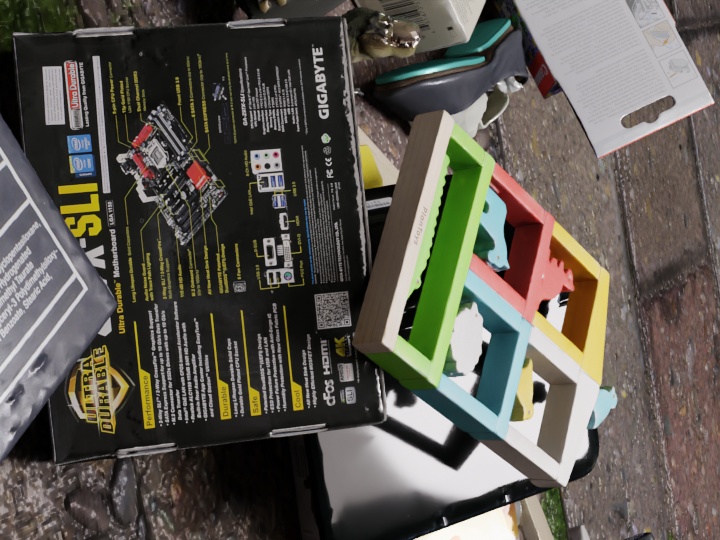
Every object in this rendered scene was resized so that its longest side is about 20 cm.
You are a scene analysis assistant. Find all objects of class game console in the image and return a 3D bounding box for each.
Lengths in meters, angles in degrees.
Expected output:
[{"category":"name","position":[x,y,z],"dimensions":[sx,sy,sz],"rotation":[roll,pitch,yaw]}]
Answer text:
[{"category":"game console","position":[0.025,0.045,0.806],"dimensions":[0.199,0.176,0.117],"rotation":[-12,130,-34]}]

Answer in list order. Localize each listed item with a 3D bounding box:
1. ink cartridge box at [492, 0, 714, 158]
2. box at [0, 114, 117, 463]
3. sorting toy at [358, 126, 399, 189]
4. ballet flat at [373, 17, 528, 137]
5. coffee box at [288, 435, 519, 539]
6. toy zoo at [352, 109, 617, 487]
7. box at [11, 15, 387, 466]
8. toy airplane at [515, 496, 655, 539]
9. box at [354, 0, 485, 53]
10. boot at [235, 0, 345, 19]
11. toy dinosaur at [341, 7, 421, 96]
[{"category":"ink cartridge box","position":[0.177,-0.189,1.084],"dimensions":[0.201,0.109,0.050],"rotation":[64,-8,7]},{"category":"box","position":[-0.213,0.000,0.463],"dimensions":[0.199,0.123,0.200],"rotation":[65,34,-29]},{"category":"sorting toy","position":[0.000,0.000,0.891],"dimensions":[0.200,0.036,0.186],"rotation":[38,53,-49]},{"category":"ballet flat","position":[0.073,-0.130,1.007],"dimensions":[0.200,0.073,0.073],"rotation":[-38,117,-57]},{"category":"coffee box","position":[0.033,0.183,0.840],"dimensions":[0.114,0.080,0.201],"rotation":[-9,92,-34]},{"category":"toy zoo","position":[0.078,0.026,0.732],"dimensions":[0.200,0.020,0.132],"rotation":[38,57,-40]},{"category":"box","position":[-0.077,-0.016,0.670],"dimensions":[0.049,0.159,0.201],"rotation":[169,-85,-78]},{"category":"toy airplane","position":[0.141,0.246,1.008],"dimensions":[0.200,0.141,0.200],"rotation":[-115,-173,-54]},{"category":"box","position":[0.059,-0.247,1.003],"dimensions":[0.082,0.068,0.200],"rotation":[58,39,-34]},{"category":"boot","position":[-0.013,-0.182,0.744],"dimensions":[0.078,0.138,0.200],"rotation":[59,-4,16]},{"category":"toy dinosaur","position":[-0.052,-0.083,0.785],"dimensions":[0.200,0.047,0.088],"rotation":[-27,123,-28]}]
